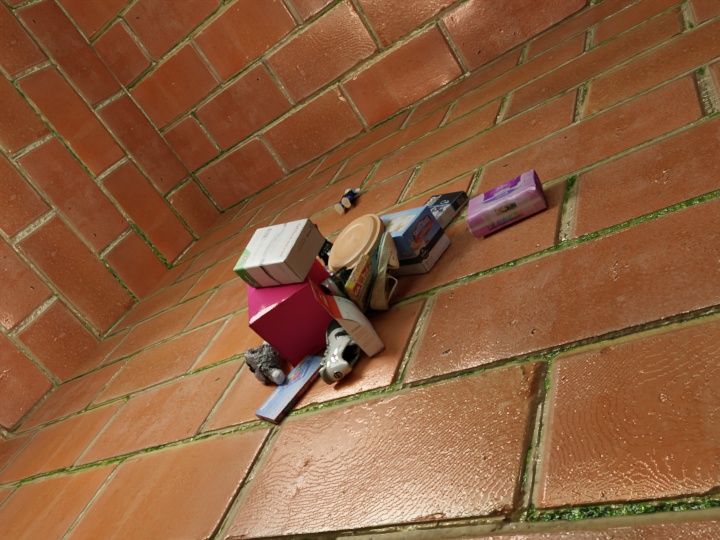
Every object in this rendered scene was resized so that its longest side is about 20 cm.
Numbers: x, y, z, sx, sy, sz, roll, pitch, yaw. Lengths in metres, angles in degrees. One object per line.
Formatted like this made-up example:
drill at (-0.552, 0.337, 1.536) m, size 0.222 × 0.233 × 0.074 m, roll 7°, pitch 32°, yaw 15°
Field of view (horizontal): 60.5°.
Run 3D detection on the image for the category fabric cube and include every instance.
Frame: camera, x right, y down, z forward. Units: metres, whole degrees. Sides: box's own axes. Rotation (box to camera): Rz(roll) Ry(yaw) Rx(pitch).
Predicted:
fabric cube at (-0.164, 0.091, 1.627) m, size 0.196 × 0.200 × 0.200 m, roll -34°, pitch 34°, yaw 10°

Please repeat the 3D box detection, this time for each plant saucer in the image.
plant saucer at (-0.018, -0.073, 1.687) m, size 0.200 × 0.032 × 0.201 m, roll -36°, pitch 33°, yaw 28°

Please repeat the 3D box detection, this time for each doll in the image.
doll at (-0.053, -0.298, 2.563) m, size 0.136 × 0.048 × 0.200 m, roll -39°, pitch 12°, yaw 19°

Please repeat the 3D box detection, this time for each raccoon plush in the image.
raccoon plush at (-0.213, 0.238, 1.639) m, size 0.134 × 0.097 × 0.199 m, roll -35°, pitch 37°, yaw -28°

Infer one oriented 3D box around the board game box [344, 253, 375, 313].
board game box at (0.007, 0.042, 1.571) m, size 0.030 × 0.200 × 0.096 m, roll 23°, pitch 72°, yaw 16°

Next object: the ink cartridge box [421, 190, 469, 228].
ink cartridge box at (0.201, -0.158, 1.862) m, size 0.198 × 0.043 × 0.200 m, roll -47°, pitch 22°, yaw -26°

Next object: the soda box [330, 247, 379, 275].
soda box at (0.000, 0.000, 1.722) m, size 0.064 × 0.068 × 0.200 m, roll -48°, pitch 16°, yaw -30°

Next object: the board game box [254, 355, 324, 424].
board game box at (-0.166, 0.288, 1.511) m, size 0.200 × 0.019 × 0.103 m, roll -48°, pitch 24°, yaw -28°

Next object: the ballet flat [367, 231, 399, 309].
ballet flat at (0.070, 0.003, 1.575) m, size 0.062 × 0.201 × 0.067 m, roll 12°, pitch 2°, yaw 15°

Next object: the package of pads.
package of pads at (0.368, -0.169, 1.568) m, size 0.199 × 0.076 × 0.121 m, roll -26°, pitch 24°, yaw 26°

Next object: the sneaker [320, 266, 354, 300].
sneaker at (-0.021, 0.041, 1.612) m, size 0.086 × 0.080 × 0.200 m, roll -46°, pitch -19°, yaw 7°

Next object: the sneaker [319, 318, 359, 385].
sneaker at (-0.035, 0.180, 1.467) m, size 0.088 × 0.074 × 0.201 m, roll -27°, pitch 32°, yaw 24°

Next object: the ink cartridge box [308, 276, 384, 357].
ink cartridge box at (-0.035, 0.096, 1.456) m, size 0.057 × 0.200 × 0.163 m, roll -36°, pitch 20°, yaw 1°

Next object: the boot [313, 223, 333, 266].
boot at (-0.111, -0.068, 1.995) m, size 0.079 × 0.158 × 0.211 m, roll -41°, pitch 21°, yaw -13°

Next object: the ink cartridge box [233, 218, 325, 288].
ink cartridge box at (-0.204, -0.041, 1.560) m, size 0.199 × 0.083 × 0.147 m, roll -7°, pitch 46°, yaw 42°

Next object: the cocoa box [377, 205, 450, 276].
cocoa box at (0.117, -0.076, 1.688) m, size 0.199 × 0.132 × 0.133 m, roll -7°, pitch 35°, yaw 53°

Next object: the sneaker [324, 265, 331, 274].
sneaker at (-0.100, 0.035, 1.839) m, size 0.200 × 0.081 × 0.074 m, roll -48°, pitch -8°, yaw -38°
